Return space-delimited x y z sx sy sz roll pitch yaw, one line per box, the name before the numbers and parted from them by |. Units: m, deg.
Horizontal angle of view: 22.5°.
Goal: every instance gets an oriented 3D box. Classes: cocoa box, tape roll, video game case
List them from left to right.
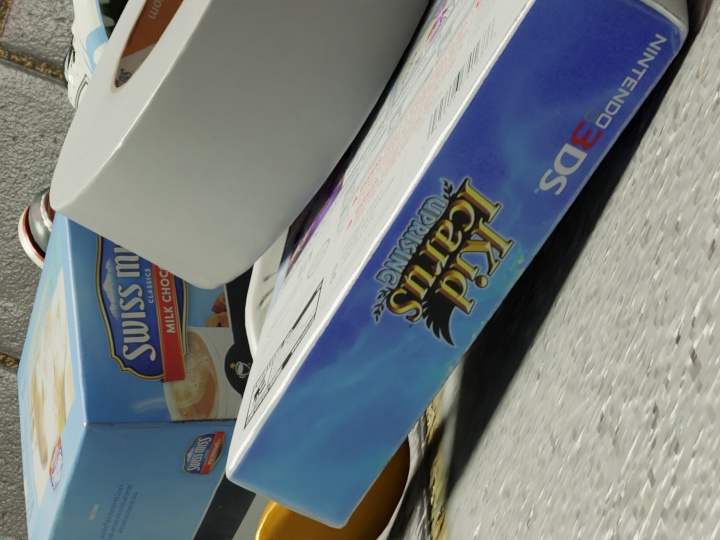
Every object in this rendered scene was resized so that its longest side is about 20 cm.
cocoa box | -0.095 0.062 0.905 0.200 0.130 0.134 118 148 -55
tape roll | -0.038 -0.096 0.662 0.201 0.066 0.201 -52 19 26
video game case | 0.032 -0.049 0.568 0.200 0.045 0.182 -57 13 33

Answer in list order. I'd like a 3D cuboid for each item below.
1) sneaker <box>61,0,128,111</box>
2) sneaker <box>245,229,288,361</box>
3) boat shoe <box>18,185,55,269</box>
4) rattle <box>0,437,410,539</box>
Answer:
sneaker | -0.128 -0.111 0.938 0.200 0.072 0.072 84 -160 -68
sneaker | 0.000 0.000 0.773 0.112 0.073 0.201 47 -152 -56
boat shoe | -0.081 -0.023 0.968 0.063 0.199 0.072 -47 43 51
rattle | -0.081 0.093 0.677 0.200 0.129 0.144 -151 68 -63
